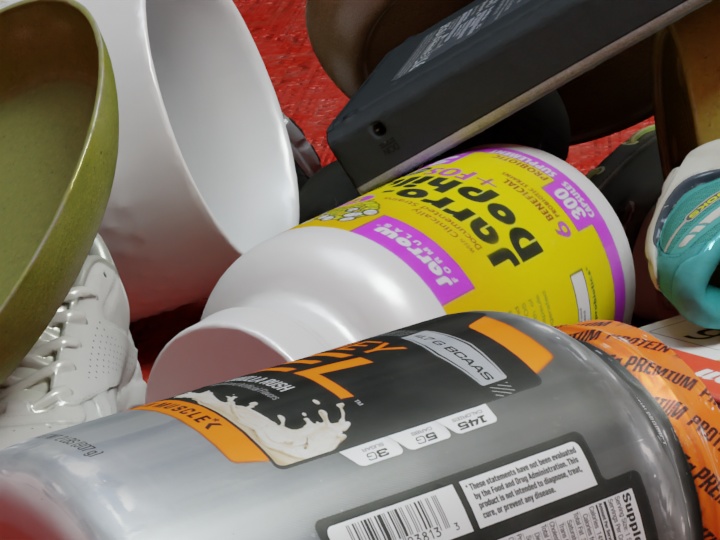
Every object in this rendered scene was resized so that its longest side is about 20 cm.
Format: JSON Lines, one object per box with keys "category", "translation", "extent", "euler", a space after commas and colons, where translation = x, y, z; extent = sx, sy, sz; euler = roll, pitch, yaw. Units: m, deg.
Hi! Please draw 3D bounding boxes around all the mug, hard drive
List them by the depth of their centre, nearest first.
{"category": "hard drive", "translation": [0.089, -0.106, 0.947], "extent": [0.200, 0.033, 0.140], "euler": [-29, 10, 20]}
{"category": "mug", "translation": [-0.141, -0.036, 1.012], "extent": [0.175, 0.148, 0.200], "euler": [-18, 9, 17]}

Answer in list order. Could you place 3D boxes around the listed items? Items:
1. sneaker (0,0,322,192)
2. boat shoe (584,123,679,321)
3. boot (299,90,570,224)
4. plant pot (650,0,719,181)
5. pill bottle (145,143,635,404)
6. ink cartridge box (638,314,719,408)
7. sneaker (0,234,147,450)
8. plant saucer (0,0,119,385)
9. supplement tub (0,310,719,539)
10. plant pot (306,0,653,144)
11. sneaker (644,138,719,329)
{"category": "sneaker", "translation": [-0.100, -0.069, 1.149], "extent": [0.080, 0.200, 0.074], "euler": [-57, 15, -25]}
{"category": "boat shoe", "translation": [0.138, -0.035, 1.096], "extent": [0.060, 0.072, 0.202], "euler": [9, 23, 22]}
{"category": "boot", "translation": [0.000, 0.000, 1.048], "extent": [0.138, 0.077, 0.200], "euler": [-23, 18, 42]}
{"category": "plant pot", "translation": [0.195, -0.064, 0.965], "extent": [0.142, 0.200, 0.200], "euler": [-8, 16, -2]}
{"category": "pill bottle", "translation": [0.012, 0.025, 0.860], "extent": [0.104, 0.104, 0.200], "euler": [6, 19, 31]}
{"category": "ink cartridge box", "translation": [0.131, 0.052, 0.832], "extent": [0.200, 0.050, 0.109], "euler": [-14, 19, -37]}
{"category": "sneaker", "translation": [-0.119, 0.037, 0.854], "extent": [0.078, 0.099, 0.200], "euler": [-4, 16, -2]}
{"category": "plant saucer", "translation": [-0.148, -0.006, 0.847], "extent": [0.031, 0.200, 0.200], "euler": [38, -7, -31]}
{"category": "supplement tub", "translation": [0.000, 0.081, 0.637], "extent": [0.200, 0.123, 0.122], "euler": [-15, 20, -36]}
{"category": "plant pot", "translation": [0.076, -0.108, 1.092], "extent": [0.200, 0.200, 0.028], "euler": [-3, 59, 1]}
{"category": "sneaker", "translation": [0.200, -0.011, 0.846], "extent": [0.200, 0.078, 0.080], "euler": [-10, 23, 10]}
